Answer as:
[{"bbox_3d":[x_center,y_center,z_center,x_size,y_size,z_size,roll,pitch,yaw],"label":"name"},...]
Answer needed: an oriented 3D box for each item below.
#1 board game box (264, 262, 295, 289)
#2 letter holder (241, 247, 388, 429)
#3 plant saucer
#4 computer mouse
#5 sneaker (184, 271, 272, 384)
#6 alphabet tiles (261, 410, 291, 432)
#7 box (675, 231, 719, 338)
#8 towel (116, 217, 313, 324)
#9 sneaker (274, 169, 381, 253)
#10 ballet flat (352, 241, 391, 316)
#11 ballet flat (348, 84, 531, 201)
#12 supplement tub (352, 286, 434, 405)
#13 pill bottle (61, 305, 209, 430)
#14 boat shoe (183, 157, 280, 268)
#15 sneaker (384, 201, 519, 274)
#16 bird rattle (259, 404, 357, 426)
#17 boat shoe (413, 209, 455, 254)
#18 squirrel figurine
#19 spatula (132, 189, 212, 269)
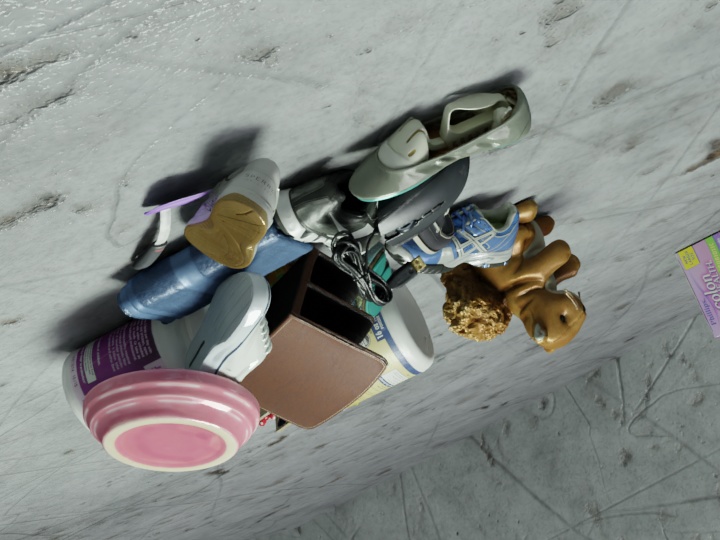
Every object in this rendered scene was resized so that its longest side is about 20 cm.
[{"bbox_3d":[-0.150,0.047,1.682,0.199,0.030,0.095,-31,161,19],"label":"board game box"},{"bbox_3d":[-0.056,0.088,1.602,0.141,0.101,0.200,28,140,-16],"label":"letter holder"},{"bbox_3d":[-0.212,0.175,1.521,0.198,0.051,0.201,-1,149,-1],"label":"plant saucer"},{"bbox_3d":[0.063,-0.047,1.423,0.200,0.046,0.141,-46,144,-13],"label":"computer mouse"},{"bbox_3d":[-0.128,0.064,1.460,0.070,0.074,0.200,5,149,-25],"label":"sneaker"},{"bbox_3d":[-0.096,0.119,1.752,0.007,0.169,0.200,11,148,-31],"label":"alphabet tiles"},{"bbox_3d":[0.701,0.034,2.599,0.096,0.177,0.200,-28,164,21],"label":"box"},{"bbox_3d":[-0.157,-0.007,1.446,0.199,0.049,0.112,-26,164,15],"label":"towel"},{"bbox_3d":[-0.009,-0.062,1.435,0.090,0.067,0.200,-26,163,22],"label":"sneaker"},{"bbox_3d":[0.000,0.000,1.678,0.074,0.075,0.200,-21,161,-7],"label":"ballet flat"},{"bbox_3d":[0.075,-0.134,1.351,0.198,0.068,0.064,-22,138,-5],"label":"ballet flat"},{"bbox_3d":[-0.014,0.107,1.858,0.199,0.145,0.144,-27,165,14],"label":"supplement tub"},{"bbox_3d":[-0.241,0.107,1.591,0.199,0.113,0.112,-27,164,16],"label":"pill bottle"},{"bbox_3d":[-0.114,-0.056,1.299,0.070,0.071,0.200,-62,-167,-21],"label":"boat shoe"},{"bbox_3d":[0.115,-0.047,1.697,0.199,0.076,0.077,-9,134,-35],"label":"sneaker"},{"bbox_3d":[-0.069,0.172,2.108,0.199,0.113,0.163,-29,-179,32],"label":"bird rattle"},{"bbox_3d":[0.080,-0.070,1.531,0.062,0.073,0.200,-24,161,16],"label":"boat shoe"},{"bbox_3d":[0.207,0.031,1.838,0.199,0.188,0.142,-24,165,7],"label":"squirrel figurine"},{"bbox_3d":[-0.196,-0.038,1.332,0.056,0.021,0.200,-19,166,-28],"label":"spatula"}]
